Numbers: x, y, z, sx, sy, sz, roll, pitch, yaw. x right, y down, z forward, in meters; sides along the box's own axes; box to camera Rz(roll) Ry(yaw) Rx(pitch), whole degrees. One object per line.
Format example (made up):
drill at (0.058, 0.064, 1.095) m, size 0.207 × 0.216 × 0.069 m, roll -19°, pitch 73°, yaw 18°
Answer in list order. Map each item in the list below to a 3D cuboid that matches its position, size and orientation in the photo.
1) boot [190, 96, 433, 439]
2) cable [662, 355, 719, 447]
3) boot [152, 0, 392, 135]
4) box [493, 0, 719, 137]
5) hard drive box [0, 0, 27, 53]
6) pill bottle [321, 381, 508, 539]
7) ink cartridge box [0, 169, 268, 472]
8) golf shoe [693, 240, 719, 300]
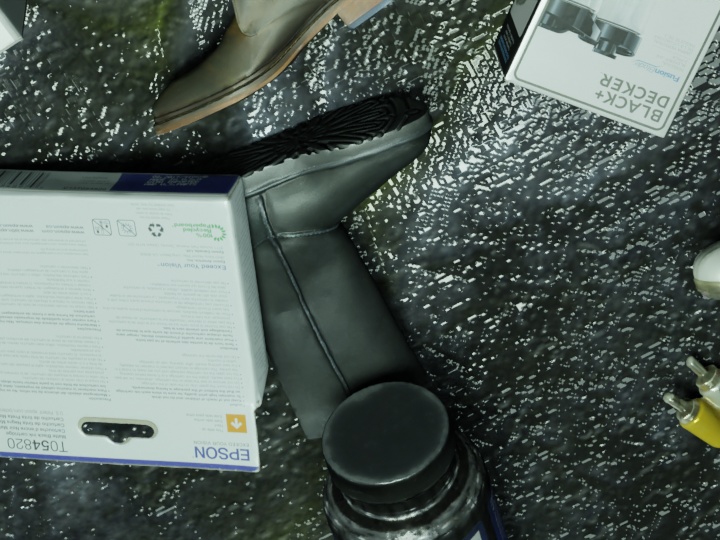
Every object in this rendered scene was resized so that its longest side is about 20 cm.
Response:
boot at (-0.001, 0.000, 1.591) m, size 0.164 × 0.066 × 0.200 m, roll -17°, pitch 114°, yaw 13°
cable at (0.295, 0.124, 1.701) m, size 0.097 × 0.050 × 0.200 m, roll -39°, pitch 120°, yaw -1°
boot at (-0.064, -0.169, 1.510) m, size 0.200 × 0.075 × 0.097 m, roll -33°, pitch 98°, yaw 11°
box at (0.176, -0.195, 1.511) m, size 0.116 × 0.060 × 0.200 m, roll 20°, pitch 114°, yaw -14°
hard drive box at (-0.320, -0.188, 1.462) m, size 0.156 × 0.077 × 0.200 m, roll -30°, pitch 115°, yaw 10°
pill bottle at (0.038, 0.169, 1.628) m, size 0.112 × 0.112 × 0.200 m, roll -15°, pitch 134°, yaw 3°
ink cartridge box at (-0.161, 0.031, 1.579) m, size 0.199 × 0.041 × 0.200 m, roll 3°, pitch 118°, yaw 14°
golf shoe at (0.306, -0.042, 1.602) m, size 0.200 × 0.073 × 0.092 m, roll -21°, pitch 99°, yaw -1°
